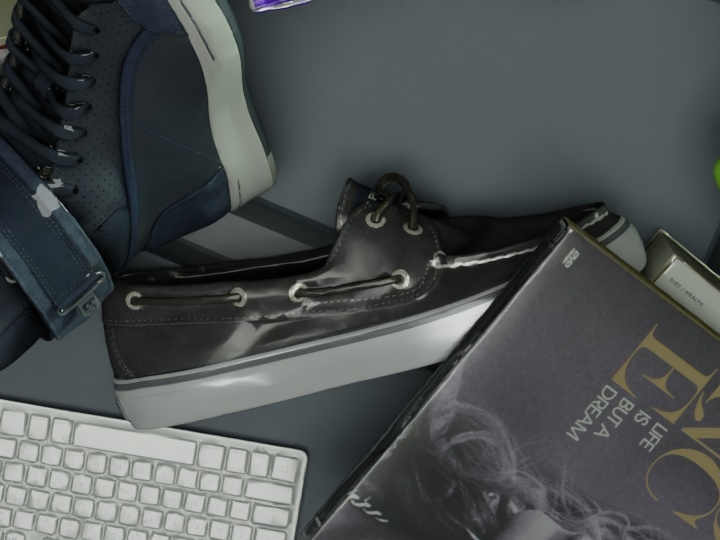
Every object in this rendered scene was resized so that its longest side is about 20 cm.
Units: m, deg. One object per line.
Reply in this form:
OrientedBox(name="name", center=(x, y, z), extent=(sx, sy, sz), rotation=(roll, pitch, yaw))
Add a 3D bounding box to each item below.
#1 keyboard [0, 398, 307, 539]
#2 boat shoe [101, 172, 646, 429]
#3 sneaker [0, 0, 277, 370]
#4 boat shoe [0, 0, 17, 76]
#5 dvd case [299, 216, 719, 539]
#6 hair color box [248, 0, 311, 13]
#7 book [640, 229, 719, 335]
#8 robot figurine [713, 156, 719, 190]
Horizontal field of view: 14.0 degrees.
OrientedBox(name="keyboard", center=(-0.122, 0.078, 1.095), extent=(0.199, 0.011, 0.057), rotation=(10, 100, -1))
OrientedBox(name="boat shoe", center=(0.000, 0.000, 1.053), extent=(0.199, 0.070, 0.066), rotation=(-15, 101, 12))
OrientedBox(name="sneaker", center=(-0.112, -0.050, 0.971), extent=(0.146, 0.203, 0.077), rotation=(-33, 57, -11))
OrientedBox(name="boat shoe", center=(-0.147, -0.070, 1.043), extent=(0.200, 0.071, 0.063), rotation=(-31, 136, -7))
OrientedBox(name="dvd case", center=(0.100, 0.095, 1.042), extent=(0.200, 0.016, 0.149), rotation=(36, 100, -20))
OrientedBox(name="hair color box", center=(-0.031, -0.195, 0.993), extent=(0.065, 0.109, 0.201), rotation=(-16, 100, 4))
OrientedBox(name="book", center=(0.098, 0.105, 1.077), extent=(0.134, 0.048, 0.200), rotation=(39, 99, -9))
OrientedBox(name="robot figurine", center=(0.211, 0.019, 1.005), extent=(0.116, 0.175, 0.200), rotation=(-42, 72, 19))
